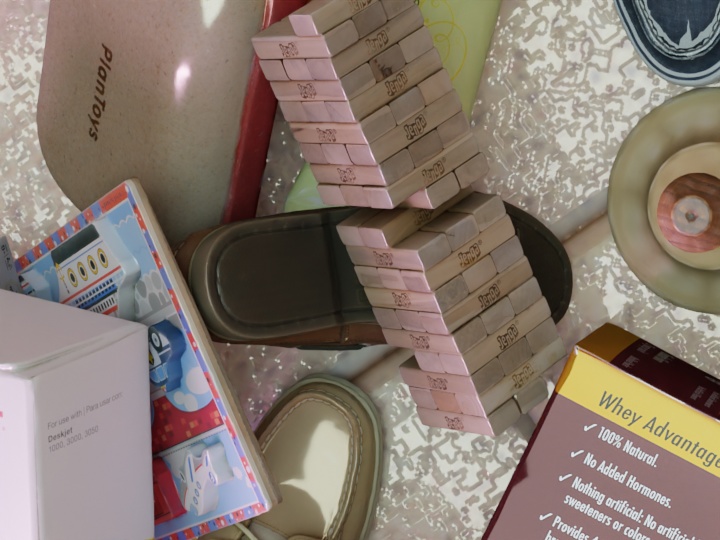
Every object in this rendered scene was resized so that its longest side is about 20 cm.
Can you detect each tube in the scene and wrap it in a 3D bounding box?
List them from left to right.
[{"bbox_3d":[0.032,-0.108,1.310,0.058,0.052,0.201,28,103,43],"label":"tube"}]

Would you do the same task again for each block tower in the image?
[{"bbox_3d":[0.022,-0.030,1.220,0.054,0.058,0.201,-34,112,-30],"label":"block tower"}]

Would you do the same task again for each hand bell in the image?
[{"bbox_3d":[0.147,-0.025,1.214,0.104,0.200,0.105,1,94,10],"label":"hand bell"}]

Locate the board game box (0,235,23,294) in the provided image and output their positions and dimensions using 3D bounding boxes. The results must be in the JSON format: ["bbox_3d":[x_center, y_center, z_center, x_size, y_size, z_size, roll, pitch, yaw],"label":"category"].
[{"bbox_3d":[-0.202,0.094,1.344,0.134,0.034,0.201,-11,104,18],"label":"board game box"}]

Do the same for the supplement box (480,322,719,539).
[{"bbox_3d":[0.144,0.159,1.260,0.197,0.133,0.201,27,98,9],"label":"supplement box"}]

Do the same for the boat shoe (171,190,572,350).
[{"bbox_3d":[0.000,0.000,1.282,0.199,0.068,0.072,4,84,-32],"label":"boat shoe"}]

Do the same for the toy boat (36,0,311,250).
[{"bbox_3d":[-0.062,-0.102,1.295,0.131,0.130,0.201,45,138,32],"label":"toy boat"}]

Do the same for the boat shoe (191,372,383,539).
[{"bbox_3d":[-0.048,0.145,1.328,0.073,0.069,0.201,24,98,9],"label":"boat shoe"}]

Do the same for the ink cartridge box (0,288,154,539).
[{"bbox_3d":[-0.166,0.112,1.252,0.144,0.085,0.201,13,113,34],"label":"ink cartridge box"}]

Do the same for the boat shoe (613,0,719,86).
[{"bbox_3d":[0.136,-0.181,1.262,0.070,0.091,0.201,-4,93,11],"label":"boat shoe"}]

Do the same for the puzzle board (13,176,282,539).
[{"bbox_3d":[-0.109,0.052,1.286,0.017,0.200,0.151,-24,88,-28],"label":"puzzle board"}]
